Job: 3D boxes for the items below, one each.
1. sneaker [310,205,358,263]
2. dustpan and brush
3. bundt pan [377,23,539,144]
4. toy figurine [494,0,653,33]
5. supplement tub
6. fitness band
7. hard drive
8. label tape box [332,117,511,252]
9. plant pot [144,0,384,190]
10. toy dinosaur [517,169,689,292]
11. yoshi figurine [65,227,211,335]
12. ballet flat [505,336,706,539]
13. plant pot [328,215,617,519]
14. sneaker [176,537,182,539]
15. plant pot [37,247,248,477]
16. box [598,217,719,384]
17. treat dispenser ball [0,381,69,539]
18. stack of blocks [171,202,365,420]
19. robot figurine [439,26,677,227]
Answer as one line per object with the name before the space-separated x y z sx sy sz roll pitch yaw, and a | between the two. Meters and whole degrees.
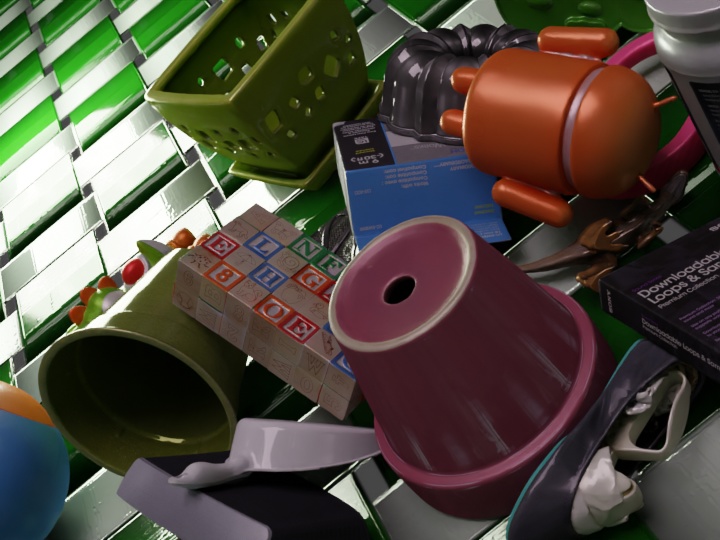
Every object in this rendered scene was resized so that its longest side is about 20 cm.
sneaker | 0.000 0.000 1.076 0.114 0.076 0.200 -37 32 7
dustpan and brush | -0.080 0.154 0.915 0.139 0.200 0.057 -2 80 41
bundt pan | 0.114 -0.197 1.099 0.201 0.076 0.202 -4 27 2
toy figurine | 0.253 -0.341 1.175 0.200 0.150 0.184 10 39 10
supplement tub | 0.315 -0.167 0.853 0.140 0.200 0.140 -24 39 21
fitness band | 0.271 -0.152 1.020 0.144 0.037 0.200 10 60 47
hard drive | -0.097 0.195 0.903 0.200 0.135 0.042 14 97 46
label tape box | 0.055 -0.091 1.054 0.144 0.063 0.200 -8 28 -3
plant pot | -0.099 -0.209 1.298 0.200 0.182 0.199 15 63 49
toy dinosaur | 0.199 -0.017 0.942 0.200 0.060 0.106 -25 12 16
yoshi figurine | -0.241 0.045 1.255 0.112 0.112 0.200 43 65 15
ballet flat | 0.181 0.130 0.774 0.200 0.073 0.073 -50 36 -17
plant pot | 0.075 0.062 0.847 0.200 0.179 0.200 -24 39 21
sneaker | -0.131 0.275 0.910 0.089 0.077 0.200 -55 25 15
plant pot | -0.187 0.078 1.089 0.200 0.200 0.190 -19 28 28
box | 0.287 0.026 0.774 0.143 0.036 0.200 -25 30 -17
treat dispenser ball | -0.398 0.209 1.104 0.201 0.201 0.201 -25 38 21
stack of blocks | -0.058 0.034 0.999 0.200 0.059 0.115 33 45 17
robot figurine | 0.168 -0.125 0.936 0.200 0.117 0.144 17 58 34
